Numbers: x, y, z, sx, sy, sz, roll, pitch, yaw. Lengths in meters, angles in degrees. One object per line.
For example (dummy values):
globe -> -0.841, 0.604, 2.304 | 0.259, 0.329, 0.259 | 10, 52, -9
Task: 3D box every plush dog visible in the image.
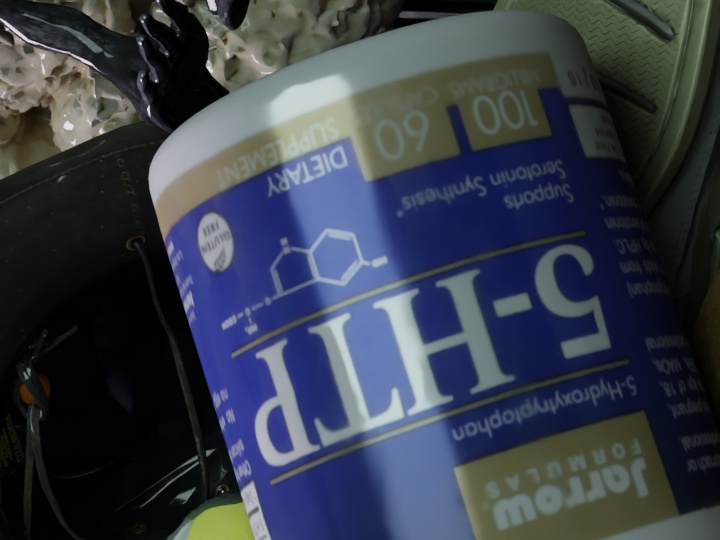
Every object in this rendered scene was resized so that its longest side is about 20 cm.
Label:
plush dog -> -0.067, -0.104, 0.813 | 0.170, 0.160, 0.202 | -3, 77, 9

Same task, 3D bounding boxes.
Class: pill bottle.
pill bottle -> 0.030, 0.049, 0.624 | 0.119, 0.119, 0.201 | -23, 79, 28

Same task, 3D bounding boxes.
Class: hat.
hat -> -0.060, 0.036, 0.743 | 0.202, 0.200, 0.081 | -63, 23, 7

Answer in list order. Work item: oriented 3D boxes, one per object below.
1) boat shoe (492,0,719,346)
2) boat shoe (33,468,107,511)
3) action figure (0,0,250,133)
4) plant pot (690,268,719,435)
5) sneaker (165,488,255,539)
boat shoe -> 0.071, -0.017, 0.707 | 0.075, 0.068, 0.201 | 29, 114, 37
boat shoe -> -0.104, 0.137, 0.813 | 0.074, 0.086, 0.203 | 4, 75, 52
action figure -> -0.121, -0.103, 0.681 | 0.199, 0.102, 0.119 | 17, 58, 21
plant pot -> 0.179, 0.050, 0.599 | 0.200, 0.186, 0.187 | 33, 99, 47
sneaker -> -0.007, 0.156, 0.661 | 0.090, 0.078, 0.202 | -11, 84, 31
